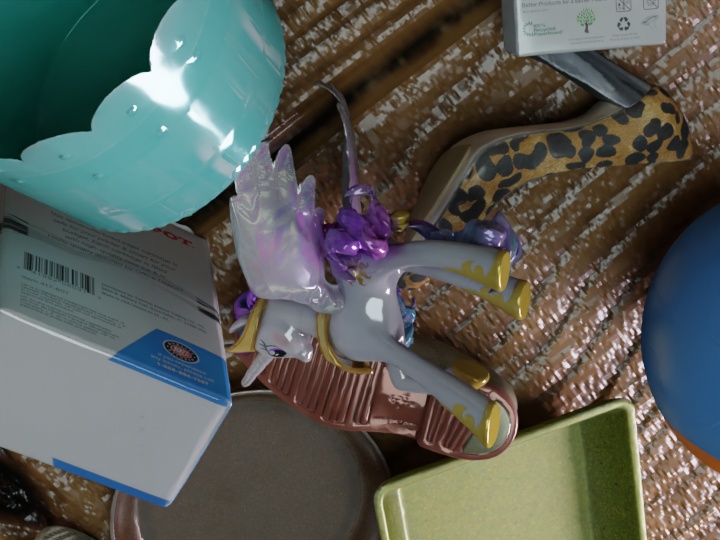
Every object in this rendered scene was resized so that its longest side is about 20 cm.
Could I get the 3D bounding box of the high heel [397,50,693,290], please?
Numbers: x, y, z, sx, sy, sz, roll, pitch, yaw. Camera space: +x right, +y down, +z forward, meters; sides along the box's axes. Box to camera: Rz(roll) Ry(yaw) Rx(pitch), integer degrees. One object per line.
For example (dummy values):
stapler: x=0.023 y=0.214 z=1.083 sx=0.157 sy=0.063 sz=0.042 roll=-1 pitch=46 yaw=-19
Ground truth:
high heel: x=0.121 y=-0.047 z=1.104 sx=0.142 sy=0.071 sz=0.201 roll=31 pitch=97 yaw=-16

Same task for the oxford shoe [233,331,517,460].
oxford shoe: x=0.011 y=0.069 z=1.144 sx=0.199 sy=0.074 sz=0.071 roll=23 pitch=109 yaw=1

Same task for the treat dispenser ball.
treat dispenser ball: x=0.283 y=0.044 z=1.108 sx=0.199 sy=0.201 sz=0.203 roll=-4 pitch=116 yaw=-9

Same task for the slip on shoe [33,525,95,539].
slip on shoe: x=-0.172 y=0.257 z=1.196 sx=0.061 sy=0.074 sz=0.200 roll=-31 pitch=121 yaw=8

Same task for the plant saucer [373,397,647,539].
plant saucer: x=0.106 y=0.195 z=1.216 sx=0.198 sy=0.048 sz=0.201 roll=-18 pitch=118 yaw=-15

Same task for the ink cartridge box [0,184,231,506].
ink cartridge box: x=-0.164 y=0.031 z=1.017 sx=0.145 sy=0.200 sz=0.085 roll=23 pitch=111 yaw=-20

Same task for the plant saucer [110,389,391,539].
plant saucer: x=-0.076 y=0.166 z=1.191 sx=0.198 sy=0.032 sz=0.202 roll=-5 pitch=116 yaw=-9

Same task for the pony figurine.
pony figurine: x=0.000 y=0.000 z=1.032 sx=0.198 sy=0.166 sz=0.195 roll=12 pitch=115 yaw=23

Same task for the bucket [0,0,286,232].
bucket: x=-0.148 y=-0.127 z=0.936 sx=0.207 sy=0.208 sz=0.135 roll=-39 pitch=148 yaw=9

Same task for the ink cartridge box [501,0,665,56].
ink cartridge box: x=0.133 y=-0.234 z=1.027 sx=0.099 sy=0.039 sz=0.202 roll=-5 pitch=106 yaw=-9
